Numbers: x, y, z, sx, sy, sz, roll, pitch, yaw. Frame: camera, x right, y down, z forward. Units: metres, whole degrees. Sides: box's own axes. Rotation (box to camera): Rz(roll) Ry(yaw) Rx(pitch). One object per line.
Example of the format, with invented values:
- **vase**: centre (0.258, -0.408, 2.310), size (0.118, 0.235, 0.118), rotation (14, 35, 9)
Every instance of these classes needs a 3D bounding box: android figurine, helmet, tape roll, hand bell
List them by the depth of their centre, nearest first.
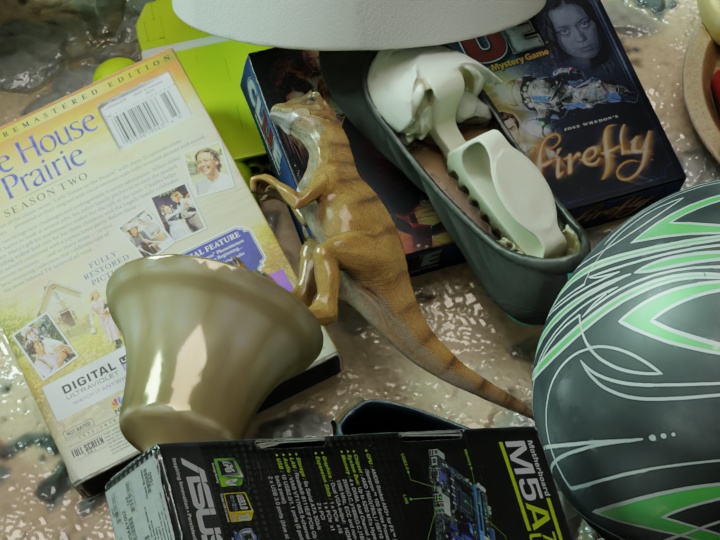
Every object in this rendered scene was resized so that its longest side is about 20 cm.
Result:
- **hand bell**: centre (-0.088, 0.104, 0.823), size (0.104, 0.104, 0.200), rotation (8, 59, 10)
- **helmet**: centre (0.176, 0.051, 0.843), size (0.191, 0.200, 0.200), rotation (19, 56, -3)
- **tape roll**: centre (-0.002, -0.160, 0.992), size (0.203, 0.037, 0.203), rotation (-2, 23, 1)
- **android figurine**: centre (-0.057, -0.106, 1.053), size (0.182, 0.041, 0.200), rotation (-11, 56, -4)

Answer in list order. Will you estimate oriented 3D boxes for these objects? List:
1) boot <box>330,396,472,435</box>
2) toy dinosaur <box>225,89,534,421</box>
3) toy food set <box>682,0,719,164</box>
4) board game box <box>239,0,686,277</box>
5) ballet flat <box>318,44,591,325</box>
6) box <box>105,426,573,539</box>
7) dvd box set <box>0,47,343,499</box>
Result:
- **boot**: centre (0.059, 0.133, 0.837), size (0.200, 0.097, 0.075), rotation (30, 62, 23)
- **toy dinosaur**: centre (0.000, 0.000, 0.899), size (0.106, 0.060, 0.200), rotation (-25, 78, -19)
- **toy food set**: centre (0.276, -0.107, 1.023), size (0.198, 0.049, 0.200), rotation (9, 55, 10)
- **board game box**: centre (0.053, -0.073, 0.993), size (0.200, 0.035, 0.136), rotation (-16, 67, -16)
- **ballet flat**: centre (0.052, -0.064, 0.930), size (0.068, 0.068, 0.200), rotation (-31, 72, -22)
- **box**: centre (0.015, 0.159, 0.715), size (0.193, 0.048, 0.200), rotation (2, 62, -40)
- **dvd box set**: centre (-0.118, -0.002, 0.960), size (0.146, 0.029, 0.200), rotation (-27, 67, -8)
